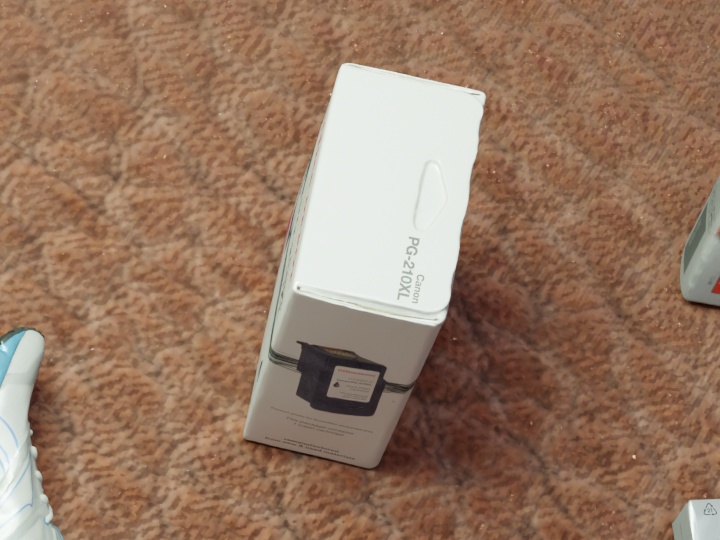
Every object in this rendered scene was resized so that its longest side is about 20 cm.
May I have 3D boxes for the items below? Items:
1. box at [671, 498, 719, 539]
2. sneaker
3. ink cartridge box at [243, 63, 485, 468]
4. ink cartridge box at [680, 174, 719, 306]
[{"bbox_3d":[0.266,0.224,1.564,0.156,0.041,0.200,-2,65,-12],"label":"box"},{"bbox_3d":[-0.194,0.129,1.512,0.087,0.075,0.200,19,70,-9],"label":"sneaker"},{"bbox_3d":[0.000,0.000,1.532,0.084,0.200,0.145,13,62,-4],"label":"ink cartridge box"},{"bbox_3d":[0.303,-0.021,1.623,0.200,0.162,0.050,13,56,-3],"label":"ink cartridge box"}]
